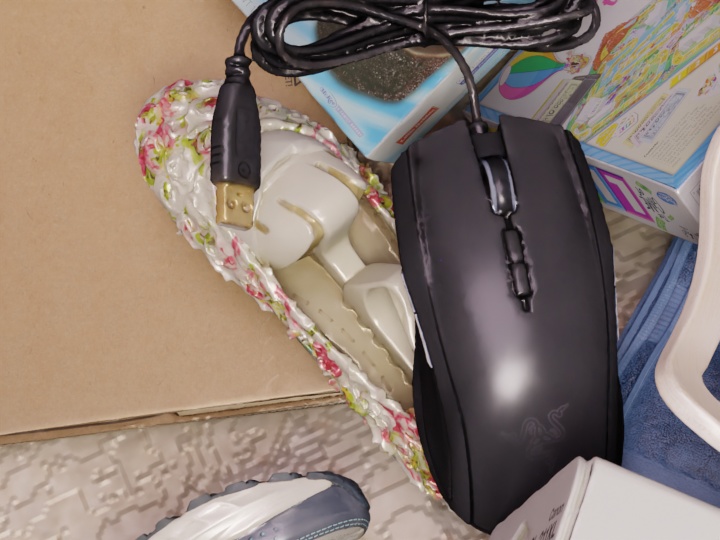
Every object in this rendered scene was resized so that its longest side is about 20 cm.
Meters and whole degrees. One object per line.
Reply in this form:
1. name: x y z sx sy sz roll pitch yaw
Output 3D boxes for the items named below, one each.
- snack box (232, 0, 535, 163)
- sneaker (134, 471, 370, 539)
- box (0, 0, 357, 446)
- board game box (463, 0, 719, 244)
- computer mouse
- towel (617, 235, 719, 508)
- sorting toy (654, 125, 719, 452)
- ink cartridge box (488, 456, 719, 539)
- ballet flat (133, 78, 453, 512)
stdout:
1. snack box: -0.014 -0.152 0.957 0.116 0.037 0.200 -44 73 13
2. sneaker: -0.068 0.151 0.892 0.200 0.078 0.086 -39 71 2
3. box: -0.082 -0.039 0.982 0.162 0.021 0.201 -8 74 6
4. board game box: 0.147 -0.105 0.941 0.200 0.034 0.134 -47 33 -11
5. computer mouse: 0.021 -0.009 0.859 0.140 0.046 0.201 -2 84 -8
6. towel: 0.158 0.020 0.921 0.111 0.049 0.201 26 74 16
7. sorting toy: 0.183 0.032 0.835 0.179 0.107 0.201 27 58 -13
8. ink cartridge box: 0.131 0.145 0.795 0.199 0.146 0.083 22 72 -2
9. ballet flat: 0.000 0.000 0.914 0.200 0.064 0.076 46 69 2
